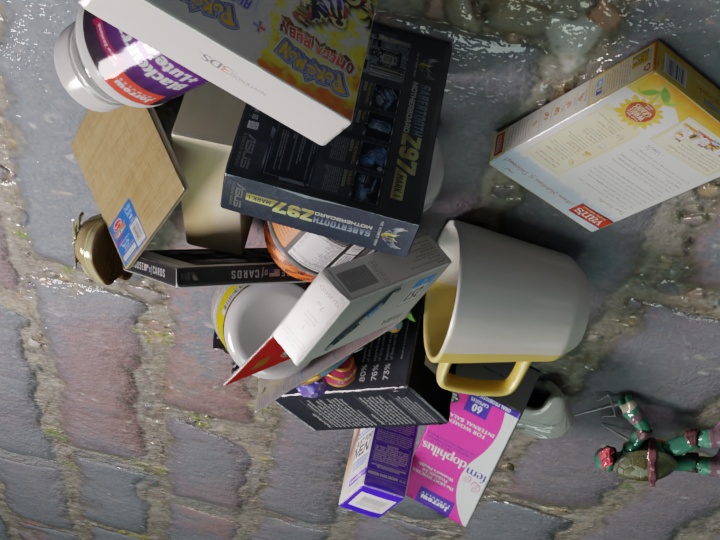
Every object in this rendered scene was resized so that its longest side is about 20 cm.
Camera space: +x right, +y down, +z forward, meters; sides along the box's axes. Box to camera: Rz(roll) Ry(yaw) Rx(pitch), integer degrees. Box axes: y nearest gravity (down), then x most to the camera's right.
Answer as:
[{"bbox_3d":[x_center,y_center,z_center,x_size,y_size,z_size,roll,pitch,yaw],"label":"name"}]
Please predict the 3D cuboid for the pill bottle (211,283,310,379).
[{"bbox_3d":[-0.113,0.054,1.302,0.108,0.110,0.200,21,-178,-14],"label":"pill bottle"}]

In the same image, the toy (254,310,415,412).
[{"bbox_3d":[-0.023,0.099,1.265,0.199,0.115,0.047,-35,102,6],"label":"toy"}]

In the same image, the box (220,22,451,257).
[{"bbox_3d":[-0.016,-0.121,0.927,0.156,0.201,0.051,14,147,-4],"label":"box"}]

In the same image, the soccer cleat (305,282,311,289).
[{"bbox_3d":[0.000,0.000,1.272,0.085,0.069,0.200,-6,169,-29],"label":"soccer cleat"}]

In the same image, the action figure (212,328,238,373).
[{"bbox_3d":[-0.123,0.111,1.511,0.129,0.070,0.200,-8,150,17],"label":"action figure"}]

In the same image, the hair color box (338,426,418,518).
[{"bbox_3d":[0.032,0.206,1.475,0.064,0.201,0.109,20,150,-9],"label":"hair color box"}]

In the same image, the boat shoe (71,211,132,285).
[{"bbox_3d":[-0.297,-0.025,1.288,0.062,0.074,0.200,19,173,1],"label":"boat shoe"}]

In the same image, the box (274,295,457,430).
[{"bbox_3d":[0.009,0.102,1.361,0.199,0.149,0.104,-7,146,33],"label":"box"}]

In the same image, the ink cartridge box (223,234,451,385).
[{"bbox_3d":[-0.018,0.051,1.115,0.045,0.199,0.176,49,121,14],"label":"ink cartridge box"}]

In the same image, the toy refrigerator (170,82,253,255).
[{"bbox_3d":[-0.145,-0.102,1.139,0.069,0.076,0.200,12,151,2],"label":"toy refrigerator"}]

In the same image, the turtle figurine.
[{"bbox_3d":[0.384,0.235,1.502,0.198,0.101,0.150,-1,149,12],"label":"turtle figurine"}]

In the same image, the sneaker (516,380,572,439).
[{"bbox_3d":[0.177,0.167,1.497,0.198,0.078,0.100,-4,140,12],"label":"sneaker"}]

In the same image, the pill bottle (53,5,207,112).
[{"bbox_3d":[-0.164,-0.200,0.937,0.199,0.112,0.111,-16,140,41],"label":"pill bottle"}]

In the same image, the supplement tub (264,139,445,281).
[{"bbox_3d":[-0.014,-0.070,1.095,0.122,0.123,0.200,22,150,-17],"label":"supplement tub"}]

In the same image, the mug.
[{"bbox_3d":[0.153,0.038,1.213,0.152,0.151,0.187,8,156,-9],"label":"mug"}]

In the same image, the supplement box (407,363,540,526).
[{"bbox_3d":[0.137,0.205,1.431,0.101,0.103,0.201,25,124,10],"label":"supplement box"}]

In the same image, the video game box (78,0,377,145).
[{"bbox_3d":[-0.080,-0.213,0.810,0.199,0.184,0.047,27,148,-25],"label":"video game box"}]

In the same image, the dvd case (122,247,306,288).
[{"bbox_3d":[-0.134,-0.005,1.213,0.199,0.025,0.150,-3,-172,-33],"label":"dvd case"}]

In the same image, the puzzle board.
[{"bbox_3d":[-0.230,-0.106,1.125,0.017,0.152,0.200,-20,169,-33],"label":"puzzle board"}]

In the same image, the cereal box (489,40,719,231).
[{"bbox_3d":[0.232,-0.111,1.010,0.143,0.040,0.199,30,147,-27],"label":"cereal box"}]
